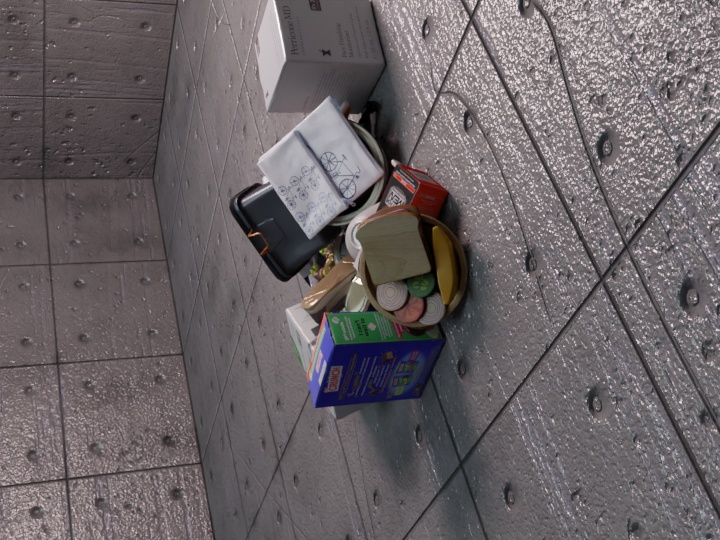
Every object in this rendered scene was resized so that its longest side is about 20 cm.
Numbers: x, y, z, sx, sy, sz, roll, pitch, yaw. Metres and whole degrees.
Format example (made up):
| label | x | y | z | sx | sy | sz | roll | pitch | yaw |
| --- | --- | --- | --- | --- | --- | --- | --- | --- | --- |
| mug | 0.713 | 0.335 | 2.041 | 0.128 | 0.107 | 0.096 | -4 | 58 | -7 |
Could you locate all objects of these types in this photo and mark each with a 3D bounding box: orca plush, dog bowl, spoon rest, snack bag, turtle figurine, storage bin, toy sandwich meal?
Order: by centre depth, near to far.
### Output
| label | x | y | z | sx | sy | sz | roll | pitch | yaw |
| --- | --- | --- | --- | --- | --- | --- | --- | --- | --- |
| toy sandwich meal | 0.075 | -0.005 | 1.456 | 0.070 | 0.205 | 0.206 | -19 | -69 | -66 |
| spoon rest | 0.040 | -0.100 | 1.629 | 0.099 | 0.061 | 0.200 | 41 | 114 | 28 |
| snack bag | -0.073 | -0.189 | 1.682 | 0.200 | 0.021 | 0.189 | -38 | 79 | 21 |
| dog bowl | -0.033 | -0.184 | 1.717 | 0.074 | 0.200 | 0.201 | -12 | -78 | -67 |
| orca plush | -0.006 | -0.227 | 1.766 | 0.105 | 0.071 | 0.200 | -129 | 41 | -57 |
| storage bin | -0.143 | -0.098 | 1.797 | 0.134 | 0.146 | 0.200 | -29 | 99 | 33 |
| turtle figurine | -0.056 | -0.019 | 1.916 | 0.161 | 0.064 | 0.201 | -155 | 76 | -76 |

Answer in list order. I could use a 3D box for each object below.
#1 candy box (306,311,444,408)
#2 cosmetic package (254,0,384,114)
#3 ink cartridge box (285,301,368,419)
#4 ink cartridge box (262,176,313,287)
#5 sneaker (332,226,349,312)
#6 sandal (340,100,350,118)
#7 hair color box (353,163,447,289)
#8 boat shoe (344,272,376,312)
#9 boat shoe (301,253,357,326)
| label | x | y | z | sx | sy | sz | roll | pitch | yaw |
| --- | --- | --- | --- | --- | --- | --- | --- | --- | --- |
| candy box | 0.022 | 0.150 | 1.562 | 0.169 | 0.200 | 0.077 | 109 | 150 | -42 |
| cosmetic package | -0.083 | -0.416 | 1.768 | 0.165 | 0.200 | 0.165 | 125 | 137 | -58 |
| ink cartridge box | -0.062 | 0.169 | 1.785 | 0.200 | 0.083 | 0.147 | 53 | 159 | 43 |
| ink cartridge box | -0.153 | -0.091 | 2.081 | 0.200 | 0.043 | 0.197 | 52 | -161 | -53 |
| sneaker | 0.000 | 0.000 | 1.805 | 0.086 | 0.078 | 0.200 | -19 | 63 | 38 |
| sandal | -0.032 | -0.266 | 1.818 | 0.079 | 0.059 | 0.207 | -55 | -2 | -13 |
| hair color box | 0.065 | -0.068 | 1.548 | 0.200 | 0.061 | 0.102 | -68 | 29 | 16 |
| boat shoe | 0.043 | -0.002 | 1.672 | 0.074 | 0.066 | 0.200 | 26 | 96 | 43 |
| boat shoe | -0.024 | 0.026 | 1.724 | 0.072 | 0.200 | 0.065 | 14 | 140 | 52 |
